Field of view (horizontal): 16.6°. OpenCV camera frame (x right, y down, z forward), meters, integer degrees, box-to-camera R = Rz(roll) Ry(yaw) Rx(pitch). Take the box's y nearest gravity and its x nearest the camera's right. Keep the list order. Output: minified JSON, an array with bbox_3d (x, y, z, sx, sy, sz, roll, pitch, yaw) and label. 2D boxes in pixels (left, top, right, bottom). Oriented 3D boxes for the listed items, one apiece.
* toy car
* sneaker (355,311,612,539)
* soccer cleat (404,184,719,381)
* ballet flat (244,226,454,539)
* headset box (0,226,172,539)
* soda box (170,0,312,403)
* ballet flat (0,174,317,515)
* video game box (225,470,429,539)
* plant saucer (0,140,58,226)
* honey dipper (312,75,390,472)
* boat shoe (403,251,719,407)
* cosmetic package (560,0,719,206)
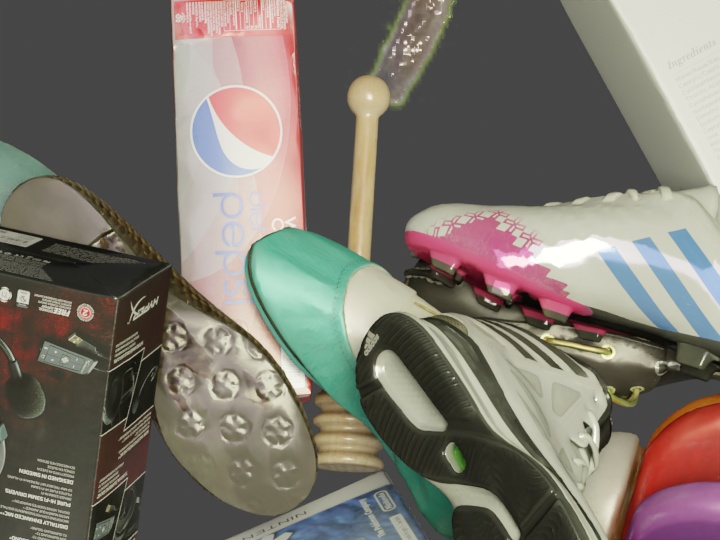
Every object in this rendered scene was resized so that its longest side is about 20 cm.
[{"bbox_3d":[0.167,0.141,1.147,0.174,0.150,0.200,17,44,4],"label":"toy car"},{"bbox_3d":[0.092,0.095,1.091,0.115,0.076,0.201,-5,54,-42],"label":"sneaker"},{"bbox_3d":[0.123,-0.008,1.158,0.199,0.070,0.087,19,82,9],"label":"soccer cleat"},{"bbox_3d":[0.026,0.050,1.178,0.200,0.070,0.067,53,45,-25],"label":"ballet flat"},{"bbox_3d":[-0.177,0.084,1.129,0.148,0.077,0.201,13,105,13],"label":"headset box"},{"bbox_3d":[-0.058,-0.034,1.220,0.063,0.070,0.201,-2,85,-1],"label":"soda box"},{"bbox_3d":[-0.094,0.034,1.163,0.067,0.046,0.200,-45,88,1],"label":"ballet flat"},{"bbox_3d":[-0.044,0.174,1.134,0.182,0.200,0.047,-26,107,-5],"label":"video game box"},{"bbox_3d":[-0.213,0.031,1.198,0.199,0.036,0.201,-1,99,-7],"label":"plant saucer"},{"bbox_3d":[0.000,0.000,1.238,0.038,0.038,0.201,5,78,-2],"label":"honey dipper"},{"bbox_3d":[0.116,0.035,1.224,0.200,0.072,0.061,16,87,6],"label":"boat shoe"},{"bbox_3d":[0.178,-0.080,1.223,0.074,0.102,0.201,-26,87,-6],"label":"cosmetic package"}]
